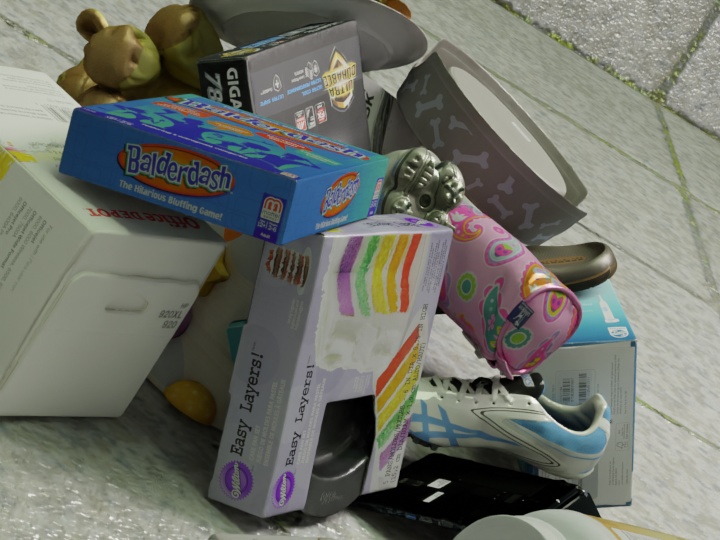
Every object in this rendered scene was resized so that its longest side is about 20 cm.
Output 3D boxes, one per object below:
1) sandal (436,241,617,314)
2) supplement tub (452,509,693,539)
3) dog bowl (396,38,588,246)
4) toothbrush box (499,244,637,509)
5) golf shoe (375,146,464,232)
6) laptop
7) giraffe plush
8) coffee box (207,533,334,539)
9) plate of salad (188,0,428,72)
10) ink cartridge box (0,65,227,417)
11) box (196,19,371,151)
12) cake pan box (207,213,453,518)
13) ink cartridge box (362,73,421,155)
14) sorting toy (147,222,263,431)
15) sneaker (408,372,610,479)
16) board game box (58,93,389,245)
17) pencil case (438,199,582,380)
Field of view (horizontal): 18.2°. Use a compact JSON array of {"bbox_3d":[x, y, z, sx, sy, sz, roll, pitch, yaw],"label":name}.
[{"bbox_3d":[0.105,-0.008,1.787,0.198,0.055,0.082,-6,23,2],"label":"sandal"},{"bbox_3d":[0.149,0.230,1.424,0.199,0.145,0.145,17,23,-41],"label":"supplement tub"},{"bbox_3d":[0.109,-0.103,1.875,0.200,0.059,0.200,45,14,-15],"label":"dog bowl"},{"bbox_3d":[0.165,0.082,1.821,0.084,0.148,0.200,-2,24,-3],"label":"toothbrush box"},{"bbox_3d":[0.000,0.000,1.662,0.078,0.201,0.097,38,-11,-28],"label":"golf shoe"},{"bbox_3d":[0.106,0.214,1.623,0.198,0.104,0.177,11,9,20],"label":"laptop"},{"bbox_3d":[-0.189,-0.145,1.873,0.161,0.174,0.199,19,15,42],"label":"giraffe plush"},{"bbox_3d":[-0.008,0.239,1.231,0.114,0.080,0.200,10,28,-51],"label":"coffee box"},{"bbox_3d":[-0.041,-0.207,1.838,0.198,0.049,0.200,9,-13,2],"label":"plate of salad"},{"bbox_3d":[-0.221,-0.021,1.449,0.200,0.145,0.147,41,18,27],"label":"ink cartridge box"},{"bbox_3d":[-0.048,-0.077,1.704,0.049,0.201,0.200,-3,12,25],"label":"box"},{"bbox_3d":[-0.018,0.063,1.509,0.052,0.202,0.184,18,9,30],"label":"cake pan box"},{"bbox_3d":[-0.016,-0.079,1.882,0.082,0.148,0.200,6,-16,39],"label":"ink cartridge box"},{"bbox_3d":[-0.090,-0.004,1.578,0.200,0.181,0.107,41,19,27],"label":"sorting toy"},{"bbox_3d":[0.092,0.101,1.679,0.198,0.073,0.072,14,16,-14],"label":"sneaker"},{"bbox_3d":[-0.082,-0.068,1.434,0.151,0.045,0.200,18,11,14],"label":"board game box"},{"bbox_3d":[0.078,-0.002,1.698,0.087,0.088,0.200,13,24,-48],"label":"pencil case"}]
